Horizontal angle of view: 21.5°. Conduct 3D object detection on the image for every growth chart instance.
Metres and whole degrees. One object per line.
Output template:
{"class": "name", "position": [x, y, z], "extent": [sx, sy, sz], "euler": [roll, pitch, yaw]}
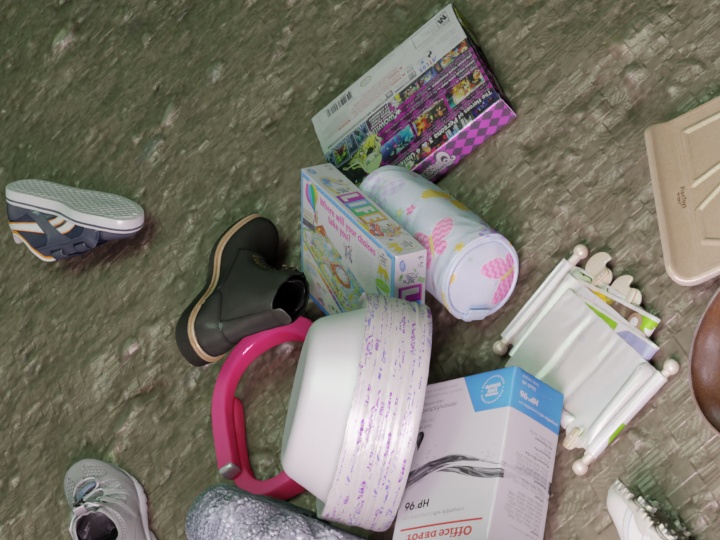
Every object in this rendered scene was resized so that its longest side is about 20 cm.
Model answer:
{"class": "growth chart", "position": [0.194, 0.068, 1.644], "extent": [0.145, 0.018, 0.200], "euler": [-44, 39, 7]}

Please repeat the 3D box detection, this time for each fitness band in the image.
{"class": "fitness band", "position": [-0.080, 0.131, 1.845], "extent": [0.143, 0.037, 0.201], "euler": [-33, 43, 21]}

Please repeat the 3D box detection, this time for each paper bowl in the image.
{"class": "paper bowl", "position": [-0.007, 0.118, 1.647], "extent": [0.201, 0.103, 0.202], "euler": [-167, 90, -86]}

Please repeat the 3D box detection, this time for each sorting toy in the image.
{"class": "sorting toy", "position": [0.345, -0.089, 1.614], "extent": [0.199, 0.036, 0.186], "euler": [-23, 46, 24]}

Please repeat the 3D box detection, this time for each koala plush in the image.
{"class": "koala plush", "position": [-0.092, 0.300, 1.633], "extent": [0.177, 0.183, 0.201], "euler": [17, 84, 50]}

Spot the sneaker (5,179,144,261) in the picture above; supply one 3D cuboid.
{"class": "sneaker", "position": [-0.329, -0.051, 2.208], "extent": [0.199, 0.078, 0.080], "euler": [14, 113, 35]}

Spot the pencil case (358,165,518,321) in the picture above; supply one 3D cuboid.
{"class": "pencil case", "position": [0.066, -0.027, 1.794], "extent": [0.200, 0.083, 0.091], "euler": [38, 106, 52]}

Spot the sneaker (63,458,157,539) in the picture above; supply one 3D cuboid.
{"class": "sneaker", "position": [-0.256, 0.242, 1.891], "extent": [0.075, 0.082, 0.200], "euler": [-48, 38, 2]}

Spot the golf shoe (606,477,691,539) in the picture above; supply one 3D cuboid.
{"class": "golf shoe", "position": [0.220, 0.244, 1.437], "extent": [0.097, 0.078, 0.200], "euler": [-46, 37, 15]}

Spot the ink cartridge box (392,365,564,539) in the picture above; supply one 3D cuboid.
{"class": "ink cartridge box", "position": [0.095, 0.191, 1.589], "extent": [0.116, 0.068, 0.201], "euler": [-17, 52, 44]}

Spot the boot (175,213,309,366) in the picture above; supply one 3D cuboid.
{"class": "boot", "position": [-0.089, 0.007, 1.904], "extent": [0.138, 0.078, 0.201], "euler": [-21, 34, 36]}

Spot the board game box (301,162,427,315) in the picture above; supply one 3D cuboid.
{"class": "board game box", "position": [0.000, 0.000, 1.806], "extent": [0.034, 0.135, 0.200], "euler": [-13, 32, -23]}

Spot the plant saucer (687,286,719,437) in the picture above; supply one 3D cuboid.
{"class": "plant saucer", "position": [0.351, 0.060, 1.485], "extent": [0.199, 0.034, 0.201], "euler": [-26, 44, 29]}

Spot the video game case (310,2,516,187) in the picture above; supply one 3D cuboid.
{"class": "video game case", "position": [0.050, -0.157, 1.949], "extent": [0.200, 0.036, 0.182], "euler": [-39, 40, 15]}
